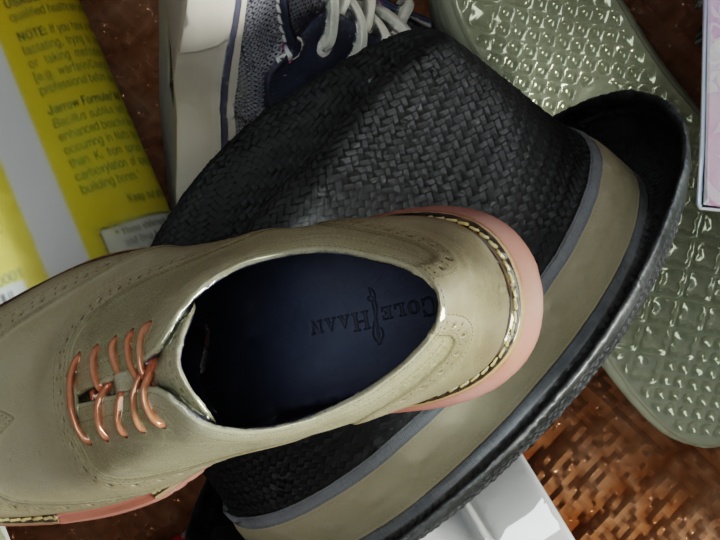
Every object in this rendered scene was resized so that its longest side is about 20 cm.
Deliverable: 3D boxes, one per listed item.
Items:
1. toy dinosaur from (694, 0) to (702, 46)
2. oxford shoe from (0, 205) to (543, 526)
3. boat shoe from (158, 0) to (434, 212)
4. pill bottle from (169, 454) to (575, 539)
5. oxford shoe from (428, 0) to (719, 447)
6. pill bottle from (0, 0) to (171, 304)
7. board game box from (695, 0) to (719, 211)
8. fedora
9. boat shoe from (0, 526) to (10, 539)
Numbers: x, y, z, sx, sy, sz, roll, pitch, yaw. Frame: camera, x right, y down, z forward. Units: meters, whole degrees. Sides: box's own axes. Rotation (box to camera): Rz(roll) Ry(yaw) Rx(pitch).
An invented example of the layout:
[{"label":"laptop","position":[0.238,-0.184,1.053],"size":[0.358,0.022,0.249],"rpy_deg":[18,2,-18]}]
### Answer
[{"label":"toy dinosaur","position":[0.147,-0.128,0.949],"size":[0.199,0.136,0.103],"rpy_deg":[2,81,-15]},{"label":"oxford shoe","position":[-0.054,0.023,0.800],"size":[0.199,0.074,0.071],"rpy_deg":[-19,84,18]},{"label":"boat shoe","position":[-0.016,-0.080,0.939],"size":[0.092,0.200,0.075],"rpy_deg":[-5,63,-7]},{"label":"pill bottle","position":[-0.022,0.128,0.963],"size":[0.199,0.112,0.113],"rpy_deg":[-31,88,-1]},{"label":"oxford shoe","position":[0.083,-0.033,0.999],"size":[0.075,0.058,0.201],"rpy_deg":[-32,103,-7]},{"label":"pill bottle","position":[-0.131,-0.039,0.969],"size":[0.114,0.114,0.201],"rpy_deg":[-23,88,0]},{"label":"board game box","position":[0.194,-0.106,0.825],"size":[0.198,0.041,0.201],"rpy_deg":[7,113,20]},{"label":"fedora","position":[0.000,0.000,0.884],"size":[0.201,0.201,0.092],"rpy_deg":[-47,110,-1]},{"label":"boat shoe","position":[-0.159,0.028,0.878],"size":[0.074,0.065,0.203],"rpy_deg":[-26,90,-16]}]
